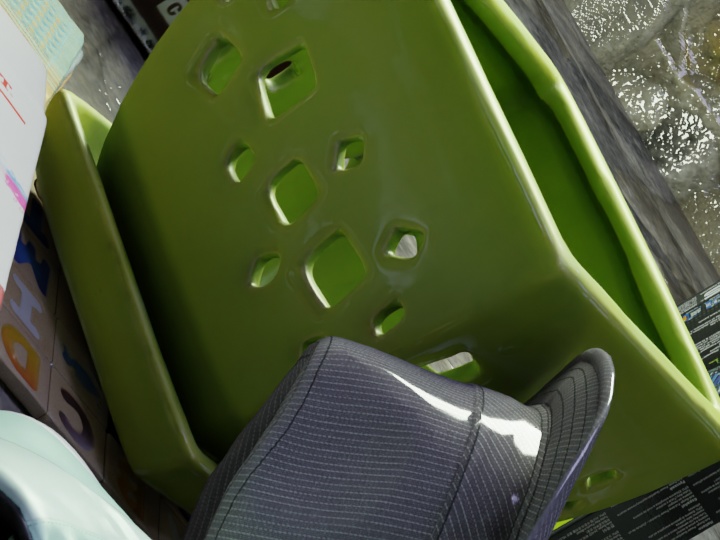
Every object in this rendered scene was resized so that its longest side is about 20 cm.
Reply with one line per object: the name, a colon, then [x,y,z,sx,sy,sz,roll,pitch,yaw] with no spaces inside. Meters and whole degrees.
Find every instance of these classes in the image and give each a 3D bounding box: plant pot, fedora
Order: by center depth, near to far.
fedora: [-0.008,0.093,0.853,0.090,0.200,0.177,28,9,-5]
plant pot: [0.000,0.000,1.009,0.199,0.181,0.200,41,24,-56]

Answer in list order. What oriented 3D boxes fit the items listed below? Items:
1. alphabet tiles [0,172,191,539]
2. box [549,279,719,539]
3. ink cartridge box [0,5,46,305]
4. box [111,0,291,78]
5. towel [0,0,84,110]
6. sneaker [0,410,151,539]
alphabet tiles: [-0.112,0.010,0.986,0.200,0.008,0.167,54,14,-26]
box: [0.148,0.083,1.372,0.048,0.200,0.193,54,13,-17]
ink cartridge box: [-0.158,-0.049,0.808,0.117,0.067,0.200,55,15,-22]
box: [-0.042,-0.196,1.349,0.166,0.164,0.200,56,13,-11]
towel: [-0.164,-0.114,1.015,0.147,0.022,0.200,55,13,-14]
sneaker: [-0.065,0.122,0.730,0.200,0.074,0.118,45,6,8]
